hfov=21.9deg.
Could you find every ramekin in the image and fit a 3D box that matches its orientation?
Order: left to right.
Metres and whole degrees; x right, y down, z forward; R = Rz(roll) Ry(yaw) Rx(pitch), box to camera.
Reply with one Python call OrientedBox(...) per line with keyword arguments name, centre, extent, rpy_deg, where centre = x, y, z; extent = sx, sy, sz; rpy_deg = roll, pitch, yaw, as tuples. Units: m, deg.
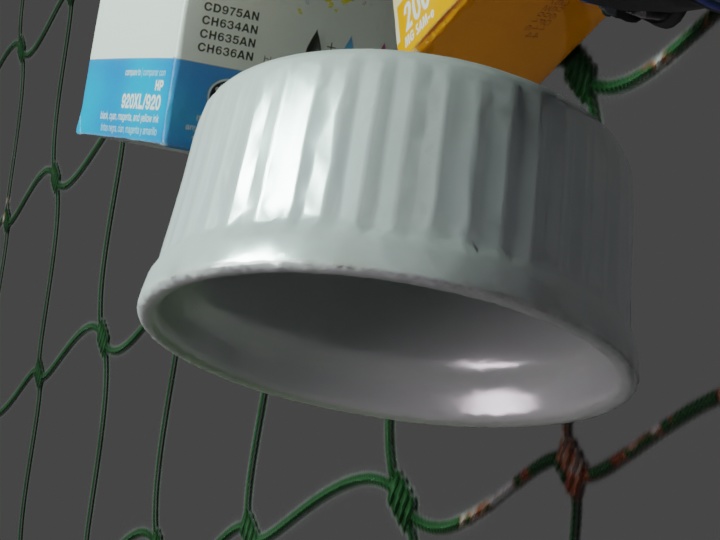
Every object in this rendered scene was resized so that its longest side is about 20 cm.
OrientedBox(name="ramekin", centre=(0.016, -0.010, 0.753), extent=(0.200, 0.200, 0.098), rpy_deg=(-28, 49, 61))

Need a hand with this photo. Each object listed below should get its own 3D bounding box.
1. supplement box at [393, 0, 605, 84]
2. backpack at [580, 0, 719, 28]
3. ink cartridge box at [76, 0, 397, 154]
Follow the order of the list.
OrientedBox(name="supplement box", centre=(0.066, -0.200, 0.846), extent=(0.126, 0.073, 0.200), rpy_deg=(-46, 41, 51))
OrientedBox(name="backpack", centre=(0.100, -0.203, 0.649), extent=(0.147, 0.183, 0.200), rpy_deg=(14, 89, 59))
OrientedBox(name="ink cartridge box", centre=(-0.047, -0.156, 0.994), extent=(0.145, 0.147, 0.200), rpy_deg=(13, 94, 65))
